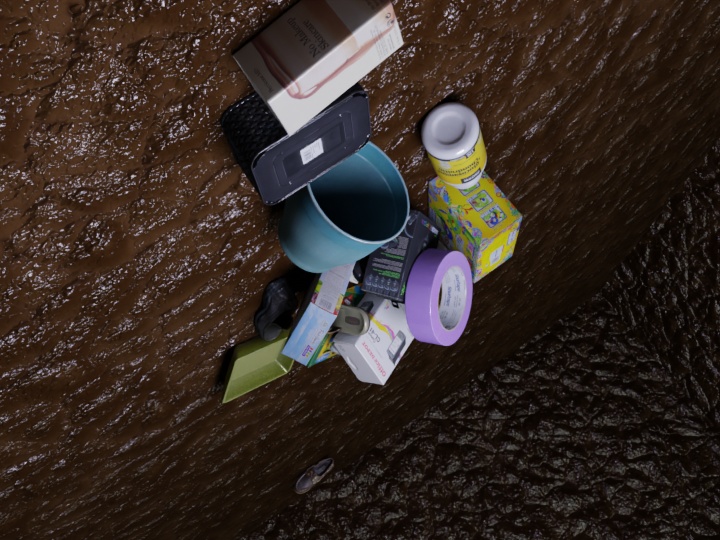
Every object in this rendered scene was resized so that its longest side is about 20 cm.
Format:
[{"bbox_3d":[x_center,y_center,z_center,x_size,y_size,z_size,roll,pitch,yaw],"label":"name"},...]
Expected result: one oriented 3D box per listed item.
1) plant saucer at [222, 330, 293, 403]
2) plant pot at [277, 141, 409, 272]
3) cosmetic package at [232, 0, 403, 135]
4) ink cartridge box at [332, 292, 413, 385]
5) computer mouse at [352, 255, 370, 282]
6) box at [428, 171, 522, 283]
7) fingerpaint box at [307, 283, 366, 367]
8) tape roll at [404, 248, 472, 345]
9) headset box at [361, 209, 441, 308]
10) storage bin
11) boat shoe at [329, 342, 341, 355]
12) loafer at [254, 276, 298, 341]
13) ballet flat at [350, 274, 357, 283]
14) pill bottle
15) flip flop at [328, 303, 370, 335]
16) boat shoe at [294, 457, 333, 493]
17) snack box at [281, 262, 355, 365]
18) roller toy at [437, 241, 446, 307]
[{"bbox_3d":[-0.238,0.209,1.667,0.197,0.048,0.202,-22,152,-35],"label":"plant saucer"},{"bbox_3d":[-0.047,-0.097,1.207,0.197,0.203,0.188,-19,167,-38],"label":"plant pot"},{"bbox_3d":[-0.054,-0.289,0.922,0.199,0.104,0.087,-40,156,0],"label":"cosmetic package"},{"bbox_3d":[0.045,0.146,1.678,0.201,0.084,0.149,-54,125,-30],"label":"ink cartridge box"},{"bbox_3d":[0.029,-0.012,1.595,0.034,0.059,0.199,-32,175,28],"label":"computer mouse"},{"bbox_3d":[0.253,-0.114,1.610,0.121,0.194,0.201,-33,158,-9],"label":"box"},{"bbox_3d":[-0.057,0.137,1.772,0.165,0.074,0.201,-21,152,-38],"label":"fingerpaint box"},{"bbox_3d":[0.172,0.057,1.529,0.198,0.064,0.205,-12,104,-54],"label":"tape roll"},{"bbox_3d":[0.091,-0.020,1.547,0.174,0.091,0.205,25,79,-65],"label":"headset box"},{"bbox_3d":[-0.090,-0.207,1.037,0.198,0.094,0.136,-35,158,-11],"label":"storage bin"},{"bbox_3d":[-0.009,0.196,1.772,0.064,0.075,0.201,-35,154,11],"label":"boat shoe"},{"bbox_3d":[-0.179,0.102,1.517,0.072,0.073,0.202,-25,154,-29],"label":"loafer"},{"bbox_3d":[0.000,0.000,1.612,0.068,0.063,0.199,-48,156,20],"label":"ballet flat"},{"bbox_3d":[0.189,-0.235,1.385,0.111,0.113,0.200,-39,158,4],"label":"pill bottle"},{"bbox_3d":[-0.066,0.113,1.601,0.057,0.197,0.083,-17,108,-49],"label":"flip flop"},{"bbox_3d":[-0.193,0.847,2.937,0.199,0.071,0.071,-36,167,-28],"label":"boat shoe"},{"bbox_3d":[-0.083,0.066,1.470,0.170,0.067,0.202,-57,-169,40],"label":"snack box"},{"bbox_3d":[0.157,0.020,1.724,0.138,0.202,0.183,-34,171,-8],"label":"roller toy"}]
